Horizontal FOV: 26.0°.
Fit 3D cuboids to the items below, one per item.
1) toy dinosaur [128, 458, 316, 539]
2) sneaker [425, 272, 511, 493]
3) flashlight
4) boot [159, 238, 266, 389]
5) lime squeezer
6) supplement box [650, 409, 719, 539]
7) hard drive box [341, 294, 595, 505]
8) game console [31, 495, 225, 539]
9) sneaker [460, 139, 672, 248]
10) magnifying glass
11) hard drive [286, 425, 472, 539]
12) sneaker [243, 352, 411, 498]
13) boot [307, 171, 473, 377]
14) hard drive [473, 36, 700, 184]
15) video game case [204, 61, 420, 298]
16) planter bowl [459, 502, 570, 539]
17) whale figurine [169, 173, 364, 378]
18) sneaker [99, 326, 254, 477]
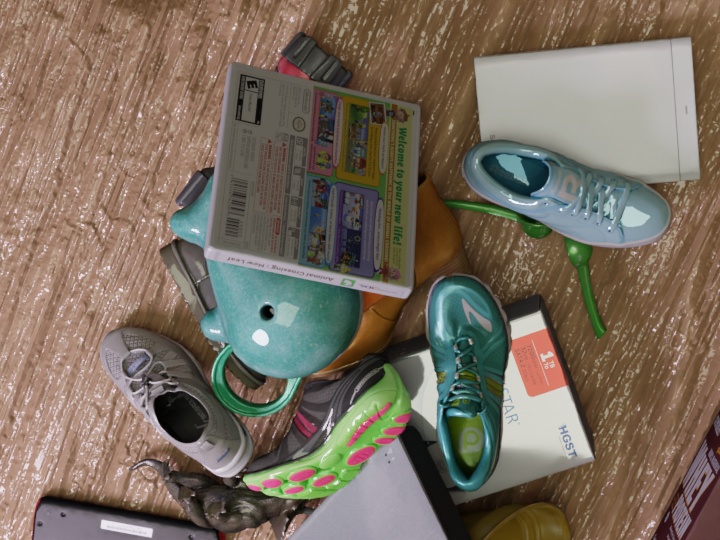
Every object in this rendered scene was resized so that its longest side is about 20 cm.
[{"bbox_3d":[-0.140,0.229,1.529,0.200,0.102,0.077,-2,55,22],"label":"toy dinosaur"},{"bbox_3d":[0.099,0.102,1.401,0.077,0.080,0.200,-5,98,8],"label":"sneaker"},{"bbox_3d":[-0.094,-0.128,1.460,0.068,0.068,0.200,41,93,-1],"label":"flashlight"},{"bbox_3d":[-0.071,-0.006,1.497,0.200,0.073,0.182,-30,96,4],"label":"boot"},{"bbox_3d":[0.174,-0.025,1.478,0.200,0.038,0.071,39,133,-1],"label":"lime squeezer"},{"bbox_3d":[0.391,0.250,1.438,0.197,0.133,0.200,26,101,3],"label":"supplement box"},{"bbox_3d":[0.104,0.131,1.485,0.200,0.077,0.156,-20,97,10],"label":"hard drive box"},{"bbox_3d":[-0.244,0.329,1.590,0.200,0.031,0.177,9,95,5],"label":"game console"},{"bbox_3d":[0.186,-0.067,1.409,0.200,0.082,0.074,14,92,4],"label":"sneaker"},{"bbox_3d":[-0.055,0.066,1.448,0.200,0.022,0.080,-36,98,21],"label":"magnifying glass"},{"bbox_3d":[0.012,0.258,1.441,0.200,0.033,0.140,-50,51,33],"label":"hard drive"},{"bbox_3d":[-0.030,0.147,1.439,0.200,0.084,0.077,-38,134,28],"label":"sneaker"},{"bbox_3d":[0.001,0.000,1.457,0.201,0.071,0.144,-30,120,1],"label":"boot"},{"bbox_3d":[0.210,-0.142,1.452,0.200,0.027,0.132,-4,99,8],"label":"hard drive"},{"bbox_3d":[-0.038,-0.081,1.371,0.182,0.022,0.200,12,58,-13],"label":"video game case"},{"bbox_3d":[0.106,0.293,1.483,0.083,0.200,0.201,27,104,36],"label":"planter bowl"},{"bbox_3d":[-0.090,0.005,1.382,0.159,0.104,0.200,-42,83,15],"label":"whale figurine"},{"bbox_3d":[-0.183,0.112,1.489,0.200,0.082,0.075,37,86,29],"label":"sneaker"}]
